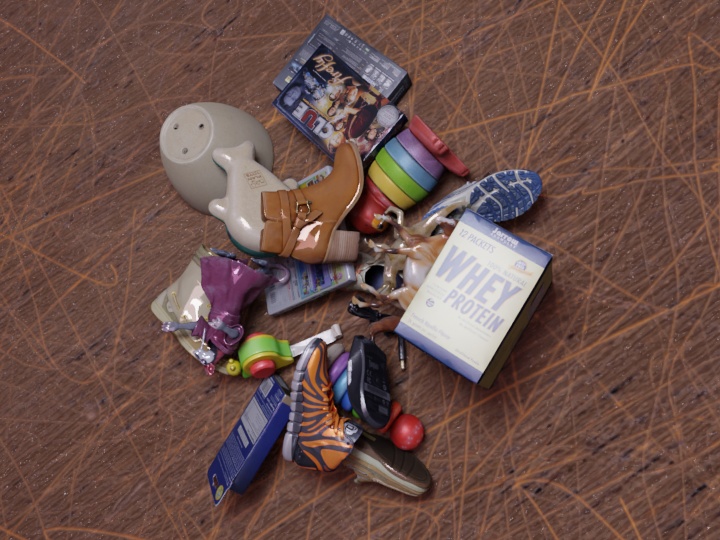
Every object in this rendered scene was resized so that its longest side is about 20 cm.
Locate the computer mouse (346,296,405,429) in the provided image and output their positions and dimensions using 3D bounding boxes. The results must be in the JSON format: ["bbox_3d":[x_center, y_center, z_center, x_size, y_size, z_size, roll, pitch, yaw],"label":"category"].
[{"bbox_3d":[0.023,0.150,1.061,0.046,0.140,0.203,-23,59,30],"label":"computer mouse"}]

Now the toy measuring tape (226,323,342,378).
[{"bbox_3d":[-0.129,0.124,1.131,0.198,0.074,0.074,-22,74,1],"label":"toy measuring tape"}]

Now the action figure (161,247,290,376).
[{"bbox_3d":[-0.220,0.071,1.127,0.133,0.148,0.203,15,93,38],"label":"action figure"}]

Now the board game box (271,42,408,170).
[{"bbox_3d":[-0.037,-0.266,1.165,0.200,0.035,0.136,43,95,17],"label":"board game box"}]

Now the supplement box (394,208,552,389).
[{"bbox_3d":[0.172,0.050,1.007,0.133,0.200,0.201,30,88,19],"label":"supplement box"}]

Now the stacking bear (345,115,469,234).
[{"bbox_3d":[0.058,-0.141,1.129,0.200,0.121,0.114,-45,50,13],"label":"stacking bear"}]

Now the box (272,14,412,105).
[{"bbox_3d":[-0.033,-0.329,1.219,0.199,0.051,0.158,39,91,18],"label":"box"}]

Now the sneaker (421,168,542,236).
[{"bbox_3d":[0.186,-0.114,1.090,0.198,0.085,0.078,-21,112,21],"label":"sneaker"}]

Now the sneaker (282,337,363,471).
[{"bbox_3d":[-0.045,0.203,1.030,0.111,0.078,0.203,13,106,16],"label":"sneaker"}]

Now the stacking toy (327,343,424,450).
[{"bbox_3d":[0.016,0.204,1.089,0.199,0.085,0.086,35,90,13],"label":"stacking toy"}]

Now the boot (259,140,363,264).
[{"bbox_3d":[-0.076,-0.111,1.061,0.152,0.074,0.203,5,76,-14],"label":"boot"}]

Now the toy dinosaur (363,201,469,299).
[{"bbox_3d":[0.072,-0.050,1.073,0.101,0.058,0.201,40,94,4],"label":"toy dinosaur"}]

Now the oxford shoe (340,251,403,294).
[{"bbox_3d":[0.000,0.000,1.131,0.197,0.074,0.072,13,83,18],"label":"oxford shoe"}]

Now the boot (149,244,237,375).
[{"bbox_3d":[-0.250,0.066,1.193,0.200,0.073,0.156,40,90,21],"label":"boot"}]

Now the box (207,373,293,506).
[{"bbox_3d":[-0.176,0.269,1.110,0.032,0.121,0.201,33,88,-22],"label":"box"}]

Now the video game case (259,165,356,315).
[{"bbox_3d":[-0.099,-0.047,1.160,0.181,0.022,0.203,-23,68,32],"label":"video game case"}]

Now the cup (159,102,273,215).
[{"bbox_3d":[-0.269,-0.211,1.214,0.197,0.143,0.203,-3,79,14],"label":"cup"}]

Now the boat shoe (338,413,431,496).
[{"bbox_3d":[0.015,0.299,1.079,0.198,0.071,0.077,28,108,23],"label":"boat shoe"}]

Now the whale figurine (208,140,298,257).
[{"bbox_3d":[-0.175,-0.112,1.134,0.158,0.104,0.202,-21,71,-26],"label":"whale figurine"}]

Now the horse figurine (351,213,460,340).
[{"bbox_3d":[0.065,0.006,1.021,0.131,0.050,0.203,12,99,-11],"label":"horse figurine"}]
